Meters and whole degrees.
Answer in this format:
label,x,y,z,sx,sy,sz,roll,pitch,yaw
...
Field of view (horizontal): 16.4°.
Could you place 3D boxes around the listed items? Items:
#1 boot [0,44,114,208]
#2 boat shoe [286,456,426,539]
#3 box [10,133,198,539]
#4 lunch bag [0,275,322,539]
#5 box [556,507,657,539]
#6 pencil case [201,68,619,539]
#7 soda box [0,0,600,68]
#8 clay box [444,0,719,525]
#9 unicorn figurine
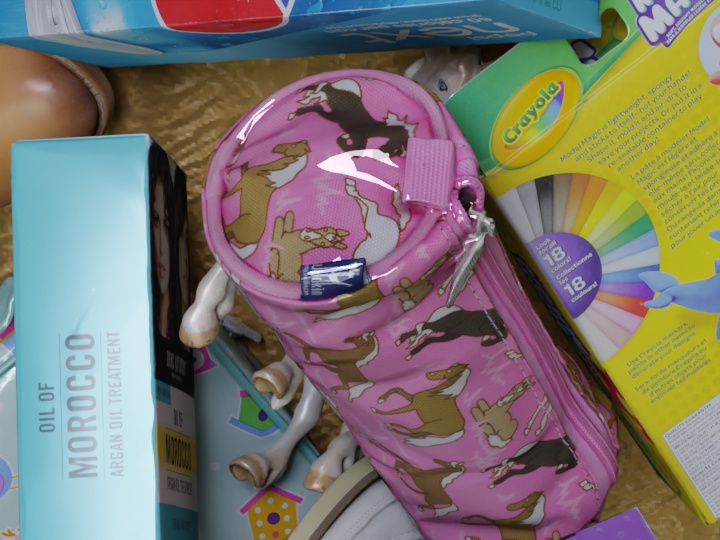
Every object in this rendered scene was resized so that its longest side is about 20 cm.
label,x,y,z,sx,sy,sz,roll,pitch,yaw
boot,-0.186,-0.003,0.905,0.200,0.155,0.074,-22,120,28
boat shoe,0.022,0.111,0.918,0.068,0.200,0.075,35,110,16
box,-0.086,0.059,0.862,0.049,0.201,0.082,-3,172,5
lunch bag,-0.119,0.086,0.970,0.200,0.077,0.160,-39,112,1
box,0.004,0.159,0.847,0.200,0.039,0.137,-20,153,-20
pencil case,0.022,0.021,0.800,0.083,0.087,0.200,-34,142,-1
soda box,-0.025,-0.104,0.791,0.200,0.068,0.064,-1,85,35
clay box,0.110,-0.021,0.844,0.115,0.048,0.200,-37,120,-3
unicorn figurine,0.000,0.000,0.896,0.074,0.137,0.200,32,153,12
